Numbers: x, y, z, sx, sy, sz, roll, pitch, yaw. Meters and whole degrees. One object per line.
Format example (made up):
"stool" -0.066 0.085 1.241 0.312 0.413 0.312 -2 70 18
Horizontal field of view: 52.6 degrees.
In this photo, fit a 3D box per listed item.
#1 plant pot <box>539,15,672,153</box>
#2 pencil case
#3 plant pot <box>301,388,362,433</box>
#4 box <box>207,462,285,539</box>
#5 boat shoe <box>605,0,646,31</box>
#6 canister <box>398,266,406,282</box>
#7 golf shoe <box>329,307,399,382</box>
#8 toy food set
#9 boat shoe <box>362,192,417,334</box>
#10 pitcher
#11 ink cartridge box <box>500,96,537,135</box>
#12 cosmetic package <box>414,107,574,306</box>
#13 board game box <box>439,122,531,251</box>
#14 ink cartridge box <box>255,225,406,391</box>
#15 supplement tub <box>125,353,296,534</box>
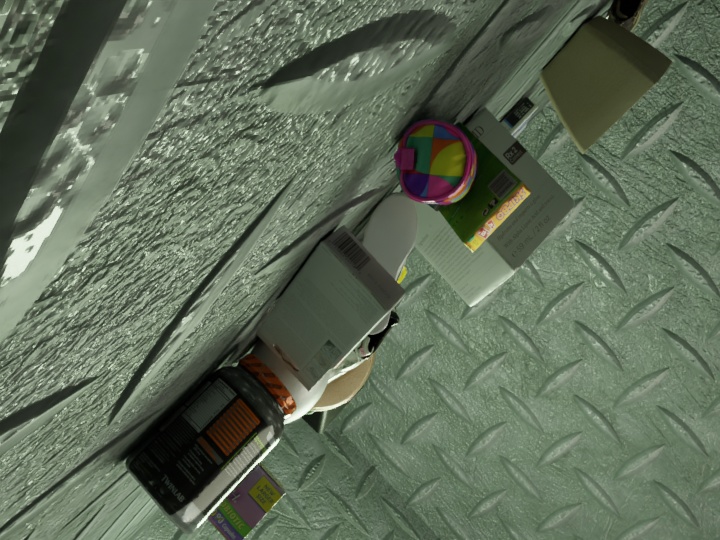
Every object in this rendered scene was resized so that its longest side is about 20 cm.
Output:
"plant pot" 0.478 -0.391 1.465 0.200 0.177 0.199 -47 175 38
"pencil case" 0.084 -0.112 0.788 0.088 0.088 0.200 -45 176 9
"plant pot" -0.106 0.271 1.943 0.200 0.198 0.179 -43 164 -30
"box" -0.201 0.286 1.046 0.097 0.176 0.200 -43 176 -15
"boat shoe" 0.554 -0.554 1.527 0.072 0.075 0.201 -32 162 -25
"canister" -0.018 0.052 1.320 0.200 0.087 0.149 -44 175 -14
"golf shoe" -0.023 0.118 1.144 0.200 0.073 0.092 -45 -153 -10
"toy food set" -0.060 0.142 1.211 0.202 0.197 0.048 -55 -149 -6
"boat shoe" 0.033 -0.015 1.014 0.068 0.070 0.205 -84 -176 -70
"pitcher" -0.077 0.120 1.066 0.202 0.121 0.170 -55 158 17
"ink cartridge box" 0.315 -0.295 1.681 0.198 0.043 0.200 -47 174 2
"cosmetic package" 0.177 -0.092 1.103 0.165 0.200 0.165 -42 176 -25
"board game box" 0.131 -0.111 0.908 0.096 0.030 0.201 -46 -145 14
"ink cartridge box" -0.042 0.052 0.880 0.050 0.109 0.200 -39 173 -47
"supplement tub" -0.179 0.208 0.899 0.200 0.123 0.123 -43 176 -22
